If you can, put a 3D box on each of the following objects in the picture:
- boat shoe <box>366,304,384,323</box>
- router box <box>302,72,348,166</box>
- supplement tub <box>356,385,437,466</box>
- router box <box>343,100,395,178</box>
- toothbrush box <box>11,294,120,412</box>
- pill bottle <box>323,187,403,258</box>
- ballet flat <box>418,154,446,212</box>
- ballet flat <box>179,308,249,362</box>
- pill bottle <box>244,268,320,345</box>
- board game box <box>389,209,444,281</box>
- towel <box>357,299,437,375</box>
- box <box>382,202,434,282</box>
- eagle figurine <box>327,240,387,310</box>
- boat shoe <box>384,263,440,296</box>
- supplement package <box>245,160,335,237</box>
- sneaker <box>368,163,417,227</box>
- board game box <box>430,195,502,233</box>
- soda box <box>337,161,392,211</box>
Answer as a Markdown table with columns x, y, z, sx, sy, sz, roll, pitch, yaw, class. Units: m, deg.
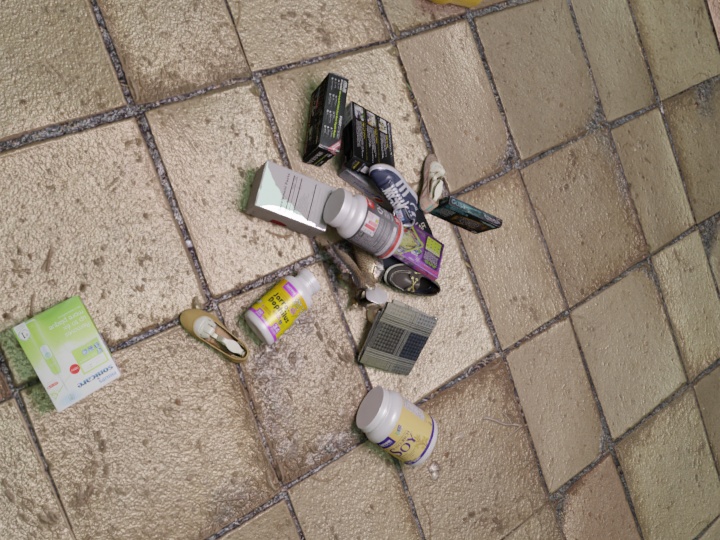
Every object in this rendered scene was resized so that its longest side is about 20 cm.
| x | y | z | sx | sy | sz | roll | pitch | yaw | class |
| --- | --- | --- | --- | --- | --- | --- | --- | --- | --- |
| 0.113 | 0.145 | 1.604 | 0.194 | 0.065 | 0.075 | 20 | 78 | -22 | boat shoe |
| -0.095 | -0.398 | 1.504 | 0.060 | 0.149 | 0.208 | 11 | 82 | -22 | router box |
| 0.099 | 0.421 | 1.532 | 0.198 | 0.144 | 0.148 | 36 | 73 | -18 | supplement tub |
| 0.023 | -0.351 | 1.556 | 0.146 | 0.051 | 0.206 | 20 | 53 | -31 | router box |
| -0.641 | 0.179 | 1.239 | 0.143 | 0.085 | 0.205 | -29 | 99 | -24 | toothbrush box |
| 0.007 | -0.122 | 1.441 | 0.197 | 0.114 | 0.120 | 27 | 75 | -32 | pill bottle |
| 0.221 | -0.264 | 1.663 | 0.067 | 0.066 | 0.207 | 25 | 62 | -30 | ballet flat |
| -0.353 | 0.157 | 1.387 | 0.198 | 0.063 | 0.070 | 36 | 72 | -18 | ballet flat |
| -0.195 | 0.087 | 1.444 | 0.200 | 0.104 | 0.105 | -44 | 103 | -21 | pill bottle |
| 0.148 | -0.070 | 1.590 | 0.197 | 0.032 | 0.123 | 32 | 51 | -19 | board game box |
| 0.102 | 0.188 | 1.567 | 0.196 | 0.035 | 0.197 | 20 | 103 | -33 | towel |
| 0.119 | -0.084 | 1.637 | 0.196 | 0.043 | 0.164 | -29 | 99 | -24 | box |
| -0.007 | 0.000 | 1.522 | 0.145 | 0.152 | 0.208 | -6 | 105 | 2 | eagle figurine |
| 0.152 | 0.031 | 1.600 | 0.197 | 0.060 | 0.074 | 11 | 105 | -41 | boat shoe |
| -0.183 | -0.181 | 1.461 | 0.194 | 0.120 | 0.124 | 19 | 79 | -22 | supplement package |
| 0.091 | -0.194 | 1.508 | 0.198 | 0.069 | 0.112 | 35 | 49 | -42 | sneaker |
| 0.309 | -0.164 | 1.682 | 0.195 | 0.134 | 0.029 | 20 | 77 | -22 | board game box |
| 0.036 | -0.251 | 1.600 | 0.197 | 0.063 | 0.070 | 32 | 72 | -19 | soda box |
